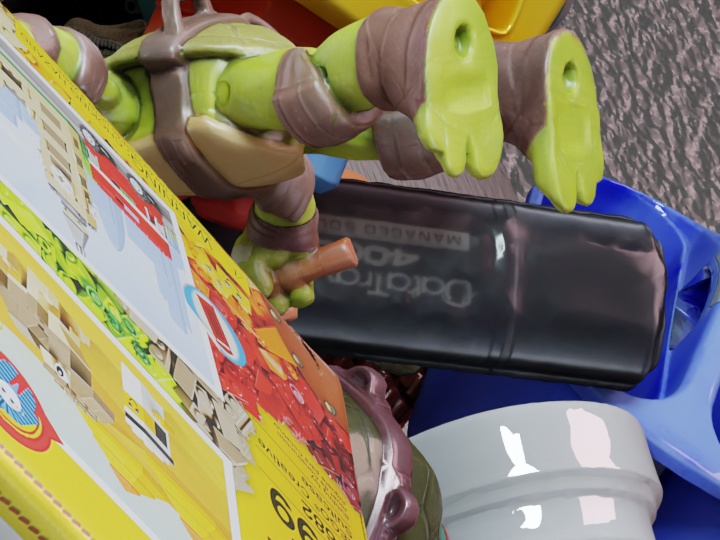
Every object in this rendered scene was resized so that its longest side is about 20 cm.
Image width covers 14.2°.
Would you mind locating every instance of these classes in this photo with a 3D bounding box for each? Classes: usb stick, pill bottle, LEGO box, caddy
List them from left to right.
[{"bbox_3d":[-0.085,0.005,0.422,0.200,0.077,0.149,49,13,-25],"label":"LEGO box"},{"bbox_3d":[0.000,0.000,0.862,0.033,0.199,0.056,154,-59,-67],"label":"usb stick"},{"bbox_3d":[0.060,0.147,0.821,0.116,0.116,0.201,50,24,-64],"label":"pill bottle"},{"bbox_3d":[0.101,0.038,0.987,0.141,0.105,0.200,33,23,-4],"label":"caddy"}]

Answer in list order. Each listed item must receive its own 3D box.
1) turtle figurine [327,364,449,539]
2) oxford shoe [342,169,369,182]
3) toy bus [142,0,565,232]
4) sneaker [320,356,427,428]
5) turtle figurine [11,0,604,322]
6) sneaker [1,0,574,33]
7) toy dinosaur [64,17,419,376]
[{"bbox_3d":[-0.032,0.061,0.734,0.200,0.101,0.150,43,15,-51],"label":"turtle figurine"},{"bbox_3d":[-0.013,0.015,1.161,0.200,0.071,0.073,50,20,-66],"label":"oxford shoe"},{"bbox_3d":[-0.028,-0.114,0.791,0.200,0.192,0.136,28,-6,-38],"label":"toy bus"},{"bbox_3d":[-0.025,-0.003,1.034,0.082,0.078,0.200,35,-11,40],"label":"sneaker"},{"bbox_3d":[-0.024,-0.034,0.718,0.200,0.161,0.065,35,57,-51],"label":"turtle figurine"},{"bbox_3d":[-0.028,-0.083,0.927,0.080,0.199,0.072,-25,106,-57],"label":"sneaker"},{"bbox_3d":[-0.028,0.003,0.914,0.200,0.058,0.101,48,55,-36],"label":"toy dinosaur"}]
